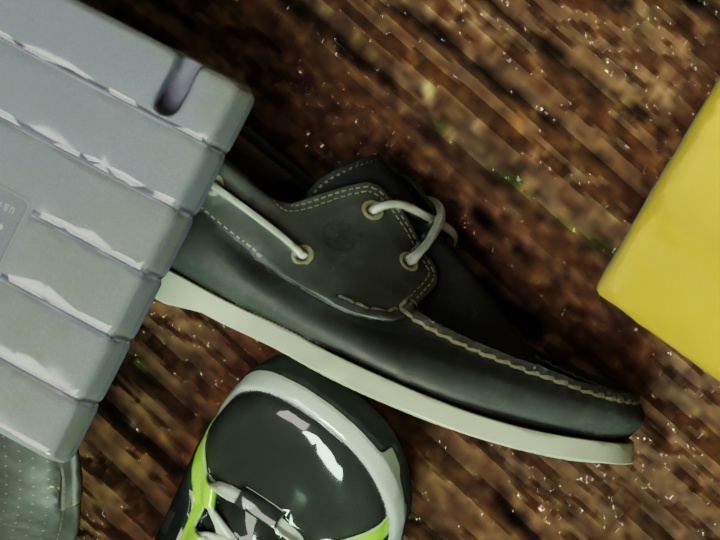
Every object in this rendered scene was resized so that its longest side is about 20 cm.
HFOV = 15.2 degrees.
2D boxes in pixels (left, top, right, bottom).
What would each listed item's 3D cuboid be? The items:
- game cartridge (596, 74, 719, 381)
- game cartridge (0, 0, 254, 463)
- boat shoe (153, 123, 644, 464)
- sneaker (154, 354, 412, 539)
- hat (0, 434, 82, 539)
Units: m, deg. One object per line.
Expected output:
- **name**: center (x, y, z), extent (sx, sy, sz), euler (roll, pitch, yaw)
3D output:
- **game cartridge**: center (0.182, -0.024, 0.731), extent (0.176, 0.032, 0.201), euler (36, 120, 12)
- **game cartridge**: center (-0.147, -0.041, 0.813), extent (0.199, 0.038, 0.130), euler (28, 95, 10)
- **boat shoe**: center (0.000, 0.000, 0.826), extent (0.199, 0.072, 0.068), euler (27, 96, 11)
- **sneaker**: center (-0.043, 0.117, 0.876), extent (0.071, 0.083, 0.201), euler (30, 131, 10)
- **hat**: center (-0.166, 0.031, 0.927), extent (0.199, 0.081, 0.202), euler (12, 121, 21)
